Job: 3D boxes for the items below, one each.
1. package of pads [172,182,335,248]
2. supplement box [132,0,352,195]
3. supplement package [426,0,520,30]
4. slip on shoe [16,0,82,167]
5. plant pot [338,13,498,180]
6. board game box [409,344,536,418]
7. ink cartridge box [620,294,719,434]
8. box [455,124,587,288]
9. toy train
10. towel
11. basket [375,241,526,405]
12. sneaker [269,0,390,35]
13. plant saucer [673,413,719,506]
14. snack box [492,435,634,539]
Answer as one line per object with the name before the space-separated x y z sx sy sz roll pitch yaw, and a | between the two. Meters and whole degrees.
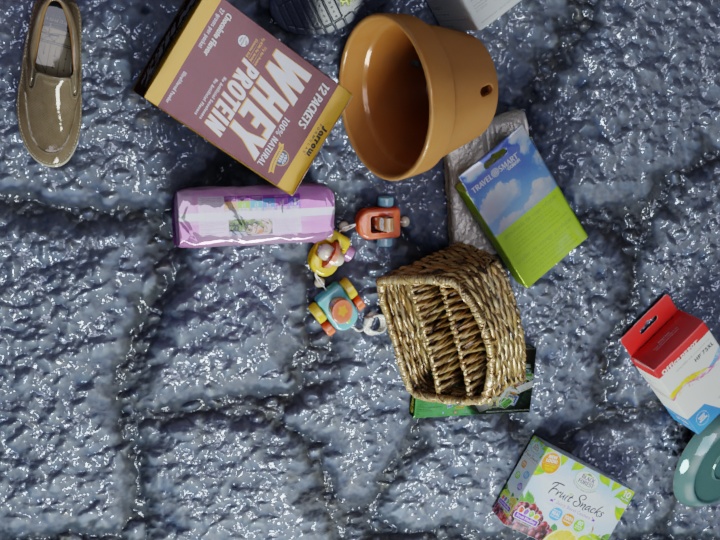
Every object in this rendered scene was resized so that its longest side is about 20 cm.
package of pads | -0.137 -0.070 1.091 0.196 0.120 0.077 -4 93 -15
supplement box | -0.145 -0.209 1.017 0.196 0.200 0.134 32 92 -23
supplement package | 0.123 -0.421 1.101 0.117 0.117 0.201 -36 111 -7
slip on shoe | -0.360 -0.221 1.016 0.075 0.061 0.204 7 101 -20
plant pot | 0.081 -0.228 1.106 0.138 0.199 0.204 -16 109 -31
board game box | 0.171 0.167 1.315 0.196 0.023 0.107 1 104 -19
ink cartridge box | 0.522 0.151 1.406 0.116 0.067 0.200 -43 113 -3
box | 0.222 -0.091 1.218 0.121 0.048 0.201 -39 112 -6
toy train | 0.000 0.000 1.197 0.148 0.056 0.204 0 103 -19
towel | 0.182 -0.119 1.242 0.130 0.034 0.204 -12 107 -17
basket | 0.129 0.086 1.184 0.147 0.142 0.203 -23 113 -18
sneaker | -0.022 -0.363 1.097 0.197 0.083 0.074 -19 138 5
plant saucer | 0.614 0.323 1.475 0.197 0.027 0.203 -15 121 -25
snack box | 0.329 0.373 1.404 0.198 0.053 0.144 28 92 -23
